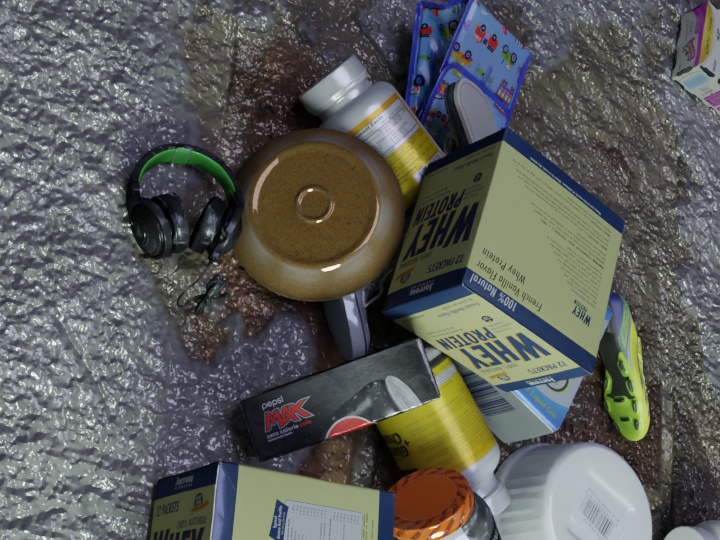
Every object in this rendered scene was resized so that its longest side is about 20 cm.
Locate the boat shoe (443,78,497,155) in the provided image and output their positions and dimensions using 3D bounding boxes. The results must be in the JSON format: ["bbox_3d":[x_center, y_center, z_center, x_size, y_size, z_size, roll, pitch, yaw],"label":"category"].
[{"bbox_3d":[0.138,-0.153,1.377,0.200,0.062,0.075,51,52,-46],"label":"boat shoe"}]

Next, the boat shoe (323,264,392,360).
[{"bbox_3d":[-0.001,0.001,1.291,0.086,0.075,0.203,-9,73,-19],"label":"boat shoe"}]

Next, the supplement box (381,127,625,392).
[{"bbox_3d":[0.160,-0.006,1.235,0.200,0.134,0.200,33,59,-26],"label":"supplement box"}]

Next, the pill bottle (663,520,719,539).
[{"bbox_3d":[0.491,0.389,1.485,0.199,0.111,0.112,16,66,-30],"label":"pill bottle"}]

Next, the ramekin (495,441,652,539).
[{"bbox_3d":[0.257,0.302,1.360,0.200,0.098,0.201,12,68,-32],"label":"ramekin"}]

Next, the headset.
[{"bbox_3d":[-0.173,-0.050,1.171,0.123,0.094,0.201,3,62,-26],"label":"headset"}]

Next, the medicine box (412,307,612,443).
[{"bbox_3d":[0.186,0.073,1.382,0.182,0.103,0.200,43,56,-16],"label":"medicine box"}]

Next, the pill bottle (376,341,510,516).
[{"bbox_3d":[0.087,0.187,1.269,0.112,0.112,0.201,-30,92,-38],"label":"pill bottle"}]

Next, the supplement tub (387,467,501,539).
[{"bbox_3d":[0.096,0.314,1.189,0.122,0.122,0.201,-42,124,-37],"label":"supplement tub"}]

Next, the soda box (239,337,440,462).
[{"bbox_3d":[-0.020,0.134,1.178,0.199,0.063,0.071,-20,85,0],"label":"soda box"}]

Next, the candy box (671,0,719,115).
[{"bbox_3d":[0.600,-0.323,1.829,0.199,0.061,0.137,28,61,-24],"label":"candy box"}]

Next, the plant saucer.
[{"bbox_3d":[-0.051,-0.068,1.240,0.199,0.035,0.201,0,76,1],"label":"plant saucer"}]

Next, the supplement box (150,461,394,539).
[{"bbox_3d":[-0.089,0.303,1.083,0.199,0.134,0.201,17,65,-30],"label":"supplement box"}]

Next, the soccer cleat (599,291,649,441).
[{"bbox_3d":[0.357,0.125,1.509,0.083,0.065,0.201,-6,78,-38],"label":"soccer cleat"}]

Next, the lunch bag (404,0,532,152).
[{"bbox_3d":[0.124,-0.223,1.442,0.150,0.094,0.201,30,70,-45],"label":"lunch bag"}]

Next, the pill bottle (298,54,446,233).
[{"bbox_3d":[0.020,-0.150,1.334,0.200,0.113,0.113,52,53,-10],"label":"pill bottle"}]
